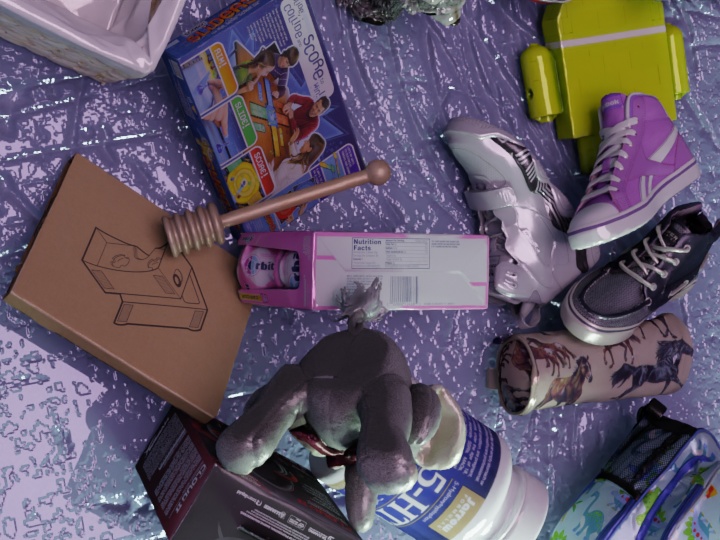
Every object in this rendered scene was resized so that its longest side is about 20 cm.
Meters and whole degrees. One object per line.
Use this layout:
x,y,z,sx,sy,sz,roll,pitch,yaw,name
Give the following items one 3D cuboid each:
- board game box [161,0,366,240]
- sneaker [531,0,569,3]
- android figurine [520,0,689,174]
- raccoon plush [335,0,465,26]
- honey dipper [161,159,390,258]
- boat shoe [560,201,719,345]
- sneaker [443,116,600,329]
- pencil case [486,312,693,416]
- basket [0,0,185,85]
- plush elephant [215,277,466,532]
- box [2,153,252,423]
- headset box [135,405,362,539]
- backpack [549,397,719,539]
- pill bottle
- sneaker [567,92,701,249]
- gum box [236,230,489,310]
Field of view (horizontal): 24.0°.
-0.079,-0.135,1.446,0.135,0.034,0.201,-35,129,-21,board game box
0.203,-0.314,1.593,0.077,0.085,0.200,45,61,-13,sneaker
0.238,-0.198,1.631,0.181,0.041,0.202,-13,96,-23,android figurine
0.013,-0.288,1.482,0.199,0.134,0.097,35,77,-19,raccoon plush
-0.068,-0.056,1.429,0.199,0.038,0.038,-17,96,-6,honey dipper
0.264,-0.004,1.577,0.075,0.093,0.200,40,39,19,boat shoe
0.129,-0.042,1.560,0.200,0.075,0.115,47,69,-19,sneaker
0.220,0.087,1.593,0.199,0.089,0.078,-6,103,-26,pencil case
-0.248,-0.251,1.373,0.199,0.123,0.136,26,78,-22,basket
-0.001,0.128,1.344,0.201,0.163,0.155,-71,152,-42,plush elephant
-0.184,0.013,1.410,0.199,0.021,0.164,34,47,-19,box
-0.091,0.195,1.384,0.148,0.200,0.075,31,93,-19,headset box
0.282,0.259,1.573,0.200,0.147,0.183,-44,117,-14,backpack
0.065,0.179,1.502,0.199,0.120,0.120,33,76,-19,pill bottle
0.232,-0.098,1.558,0.200,0.072,0.115,-37,104,-48,sneaker
0.000,0.000,1.460,0.199,0.113,0.067,1,90,-36,gum box
